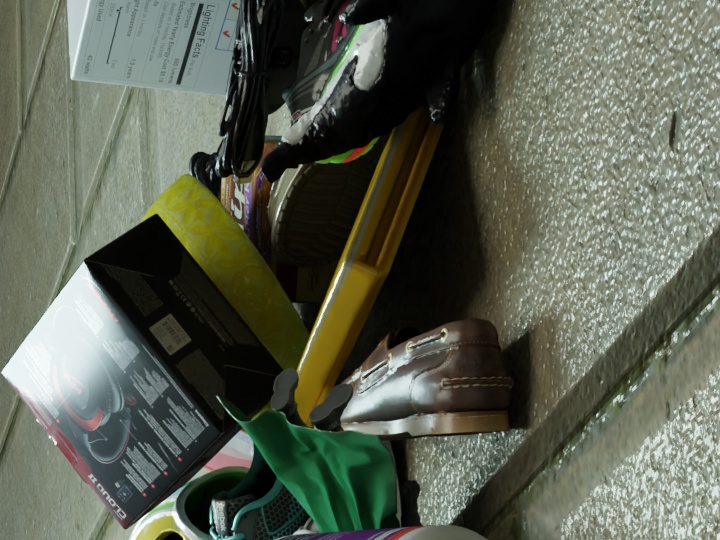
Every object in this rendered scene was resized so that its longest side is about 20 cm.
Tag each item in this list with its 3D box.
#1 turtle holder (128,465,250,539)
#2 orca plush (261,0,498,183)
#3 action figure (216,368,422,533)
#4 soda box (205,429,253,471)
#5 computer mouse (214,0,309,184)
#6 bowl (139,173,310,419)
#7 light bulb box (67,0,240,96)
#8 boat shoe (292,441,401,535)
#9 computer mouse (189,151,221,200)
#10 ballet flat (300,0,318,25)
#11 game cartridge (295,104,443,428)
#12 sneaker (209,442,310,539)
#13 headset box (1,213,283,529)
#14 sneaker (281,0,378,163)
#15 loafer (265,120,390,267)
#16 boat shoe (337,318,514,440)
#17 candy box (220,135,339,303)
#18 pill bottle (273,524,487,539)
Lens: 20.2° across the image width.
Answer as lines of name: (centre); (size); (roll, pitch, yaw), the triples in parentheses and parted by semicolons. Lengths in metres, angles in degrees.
turtle holder: (-0.122, 0.219, 1.498); (0.141, 0.184, 0.132); (-112, 23, -43)
orca plush: (0.023, -0.114, 1.225); (0.071, 0.200, 0.105); (53, -176, 30)
action figure: (-0.001, 0.142, 1.234); (0.118, 0.055, 0.201); (16, 145, 36)
soda box: (-0.157, 0.093, 1.620); (0.070, 0.199, 0.064); (112, -176, -48)
computer mouse: (-0.063, -0.144, 1.394); (0.200, 0.052, 0.140); (-95, 14, -75)
bowl: (-0.118, 0.040, 1.500); (0.201, 0.107, 0.200); (53, 169, 15)
light bulb box: (-0.111, -0.243, 1.538); (0.199, 0.198, 0.126); (113, 155, -47)
boat shoe: (-0.015, 0.201, 1.363); (0.072, 0.068, 0.202); (-163, 77, -72)
computer mouse: (-0.146, -0.015, 1.675); (0.200, 0.043, 0.111); (-64, -27, -64)
ballet flat: (-0.011, -0.213, 1.440); (0.071, 0.070, 0.201); (-107, 21, -48)
game cartridge: (0.000, 0.000, 1.314); (0.201, 0.032, 0.177); (111, 180, -49)
sneaker: (-0.078, 0.193, 1.398); (0.077, 0.091, 0.201); (-3, 54, 49)
headset box: (-0.157, 0.078, 1.402); (0.149, 0.075, 0.200); (50, 141, 5)
sneaker: (0.003, -0.162, 1.295); (0.084, 0.076, 0.201); (52, 123, 31)
loafer: (-0.014, -0.094, 1.421); (0.068, 0.075, 0.201); (-112, 40, -57)
boat shoe: (0.035, 0.068, 1.229); (0.200, 0.070, 0.071); (-16, 78, 63)
candy box: (-0.065, -0.044, 1.595); (0.200, 0.056, 0.118); (-157, 71, -73)
pill bottle: (-0.005, 0.206, 1.166); (0.199, 0.112, 0.113); (-12, 74, 51)
